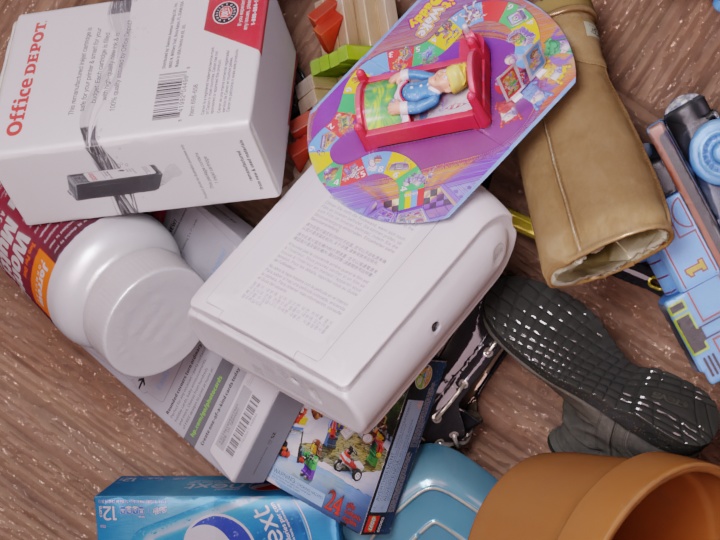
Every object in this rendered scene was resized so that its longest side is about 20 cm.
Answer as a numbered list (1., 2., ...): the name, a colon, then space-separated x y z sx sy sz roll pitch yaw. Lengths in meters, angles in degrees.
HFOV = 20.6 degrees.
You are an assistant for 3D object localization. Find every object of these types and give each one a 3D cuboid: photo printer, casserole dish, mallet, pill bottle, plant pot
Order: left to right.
1. pill bottle: -0.202 -0.010 1.477 0.200 0.109 0.110 40 108 42
2. photo printer: 0.000 0.000 1.377 0.166 0.070 0.200 25 63 34
3. casserole dish: 0.077 0.217 1.494 0.200 0.039 0.121 39 108 -18
4. mallet: 0.139 -0.017 1.483 0.199 0.041 0.066 31 103 3
5. plant pot: 0.167 0.213 1.395 0.139 0.199 0.202 18 104 45

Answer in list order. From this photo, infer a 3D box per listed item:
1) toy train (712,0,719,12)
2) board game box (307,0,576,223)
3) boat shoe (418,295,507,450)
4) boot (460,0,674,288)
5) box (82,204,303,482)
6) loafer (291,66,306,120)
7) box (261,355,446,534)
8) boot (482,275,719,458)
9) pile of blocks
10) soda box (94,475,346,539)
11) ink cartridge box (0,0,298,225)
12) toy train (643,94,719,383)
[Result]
1. toy train: 0.289 -0.229 1.391 0.199 0.087 0.115 23 109 9
2. board game box: 0.047 -0.129 1.375 0.200 0.039 0.158 -46 52 -10
3. boat shoe: 0.067 0.098 1.499 0.060 0.074 0.201 28 95 12
4. boot: 0.118 -0.080 1.404 0.174 0.066 0.201 -28 61 30
5. box: -0.114 0.042 1.502 0.200 0.041 0.157 36 106 33
6. loafer: -0.139 -0.121 1.515 0.198 0.063 0.073 -8 95 14
7. box: -0.040 0.095 1.488 0.199 0.038 0.138 24 101 37
8. boot: 0.159 0.100 1.454 0.199 0.068 0.131 35 146 7
9. pile of blocks: -0.018 -0.114 1.470 0.082 0.062 0.202 19 106 50
10. soda box: -0.104 0.199 1.553 0.198 0.068 0.065 -2 98 13
11. ink cartridge box: -0.155 -0.121 1.423 0.198 0.145 0.084 -5 140 13
12. toy train: 0.252 -0.022 1.415 0.114 0.087 0.201 -28 91 9
